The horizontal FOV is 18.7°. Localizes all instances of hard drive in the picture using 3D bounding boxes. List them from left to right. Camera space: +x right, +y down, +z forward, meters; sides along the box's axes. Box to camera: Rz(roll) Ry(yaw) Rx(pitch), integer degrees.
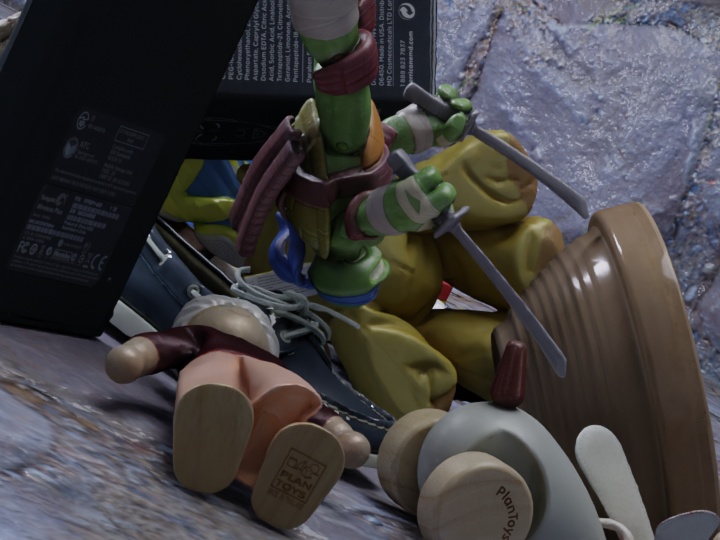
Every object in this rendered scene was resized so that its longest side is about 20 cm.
[{"bbox_3d":[-0.120,-0.071,0.997,0.033,0.201,0.139,28,5,25],"label":"hard drive"}]

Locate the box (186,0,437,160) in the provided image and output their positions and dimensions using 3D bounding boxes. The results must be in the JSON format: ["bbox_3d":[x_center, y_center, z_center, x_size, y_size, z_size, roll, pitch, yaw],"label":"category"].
[{"bbox_3d":[-0.065,-0.129,1.239,0.198,0.108,0.148,1,-11,-8],"label":"box"}]

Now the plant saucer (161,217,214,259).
[{"bbox_3d":[-0.184,-0.044,1.369,0.199,0.032,0.200,26,5,-2],"label":"plant saucer"}]

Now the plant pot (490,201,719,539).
[{"bbox_3d":[0.122,0.071,1.151,0.092,0.203,0.201,-10,6,0],"label":"plant pot"}]

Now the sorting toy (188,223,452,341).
[{"bbox_3d":[-0.035,-0.007,1.547,0.198,0.070,0.200,24,5,-31],"label":"sorting toy"}]

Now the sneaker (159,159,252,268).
[{"bbox_3d":[-0.084,-0.071,1.351,0.199,0.105,0.076,30,7,-26],"label":"sneaker"}]

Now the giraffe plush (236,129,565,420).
[{"bbox_3d":[0.000,0.000,1.261,0.198,0.174,0.162,5,2,-23],"label":"giraffe plush"}]

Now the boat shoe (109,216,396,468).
[{"bbox_3d":[-0.053,0.032,1.076,0.199,0.062,0.075,31,4,37],"label":"boat shoe"}]

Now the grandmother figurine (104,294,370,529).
[{"bbox_3d":[-0.050,0.052,0.937,0.121,0.061,0.200,34,5,-16],"label":"grandmother figurine"}]

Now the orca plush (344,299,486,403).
[{"bbox_3d":[0.026,0.062,1.353,0.200,0.071,0.106,43,-31,37],"label":"orca plush"}]

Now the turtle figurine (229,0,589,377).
[{"bbox_3d":[0.030,-0.075,1.061,0.199,0.195,0.144,8,35,33],"label":"turtle figurine"}]

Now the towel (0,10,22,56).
[{"bbox_3d":[-0.156,-0.157,1.396,0.199,0.035,0.132,-18,-10,17],"label":"towel"}]

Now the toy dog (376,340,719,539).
[{"bbox_3d":[0.102,0.098,1.003,0.199,0.097,0.132,22,7,-44],"label":"toy dog"}]
